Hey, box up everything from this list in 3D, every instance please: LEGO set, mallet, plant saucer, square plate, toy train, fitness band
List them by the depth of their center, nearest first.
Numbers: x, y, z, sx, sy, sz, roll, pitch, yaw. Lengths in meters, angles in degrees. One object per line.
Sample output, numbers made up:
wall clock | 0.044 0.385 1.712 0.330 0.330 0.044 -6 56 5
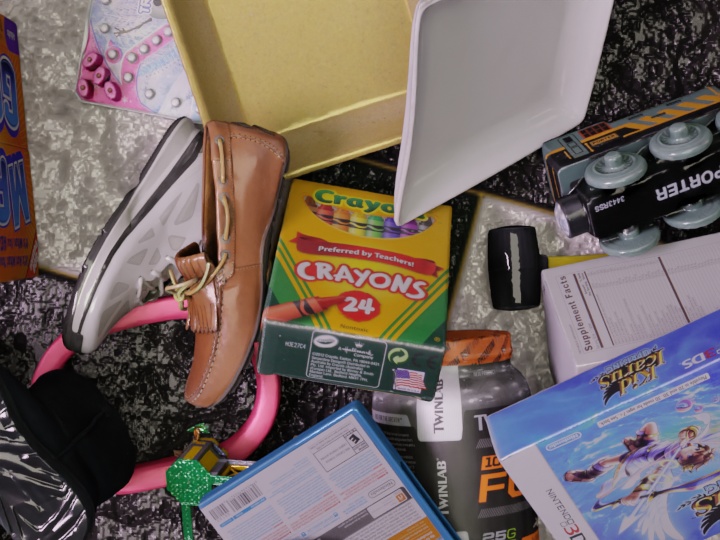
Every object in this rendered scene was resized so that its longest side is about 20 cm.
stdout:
square plate | 0.100 -0.147 1.009 0.197 0.201 0.028 -30 57 -28
plant saucer | -0.035 -0.181 1.048 0.198 0.049 0.202 -17 109 2
toy train | 0.230 -0.083 1.065 0.198 0.114 0.086 -22 120 -3
LEGO set | -0.064 0.199 1.088 0.152 0.116 0.202 -7 106 17
fitness band | -0.160 0.095 1.108 0.198 0.037 0.145 -13 94 1
mallet | 0.195 0.004 1.109 0.197 0.041 0.067 4 90 -5

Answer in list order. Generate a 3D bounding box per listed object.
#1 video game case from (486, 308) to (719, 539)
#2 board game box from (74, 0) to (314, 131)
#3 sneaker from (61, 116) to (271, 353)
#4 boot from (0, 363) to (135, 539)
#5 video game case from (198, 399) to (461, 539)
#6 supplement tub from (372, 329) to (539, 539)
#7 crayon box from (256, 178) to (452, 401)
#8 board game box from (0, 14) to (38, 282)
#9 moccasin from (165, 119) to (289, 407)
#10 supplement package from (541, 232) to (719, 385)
video game case | 0.215 0.128 1.004 0.198 0.046 0.182 -26 132 12
board game box | -0.110 -0.214 1.103 0.198 0.026 0.202 10 92 -1
sneaker | -0.133 -0.009 1.062 0.115 0.076 0.202 29 69 -2
boot | -0.245 0.099 1.005 0.076 0.168 0.201 -39 97 6
video game case | -0.001 0.206 1.001 0.142 0.018 0.201 -33 100 18
supplement tub | 0.071 0.148 1.066 0.121 0.123 0.203 -4 92 0
crayon box | 0.000 0.000 1.030 0.125 0.201 0.051 9 127 -2
board game box | -0.356 -0.084 1.017 0.197 0.200 0.203 -5 91 0
moccasin | -0.103 -0.004 1.012 0.077 0.074 0.204 7 101 -22
supplement package | 0.243 0.053 1.052 0.198 0.114 0.110 -12 129 1
